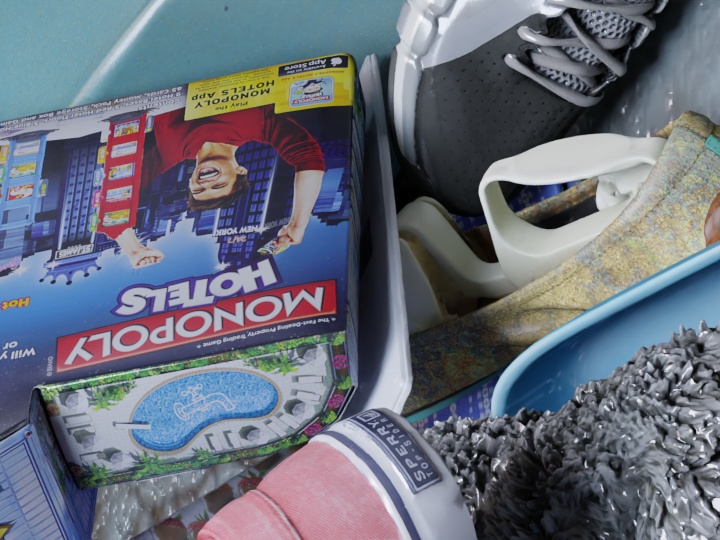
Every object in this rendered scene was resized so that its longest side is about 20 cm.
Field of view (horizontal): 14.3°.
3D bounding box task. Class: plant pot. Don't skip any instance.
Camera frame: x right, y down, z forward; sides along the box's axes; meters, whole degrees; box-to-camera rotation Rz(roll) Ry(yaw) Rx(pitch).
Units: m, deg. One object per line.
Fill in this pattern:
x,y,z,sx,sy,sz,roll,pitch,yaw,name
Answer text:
-0.052,-0.092,1.059,0.200,0.141,0.141,-51,37,30,plant pot

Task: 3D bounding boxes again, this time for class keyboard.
0.000,0.000,0.938,0.200,0.011,0.056,-95,30,-56,keyboard

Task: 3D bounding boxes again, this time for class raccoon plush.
0.074,0.029,0.787,0.134,0.097,0.200,28,102,29,raccoon plush

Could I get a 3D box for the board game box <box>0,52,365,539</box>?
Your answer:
-0.093,0.027,0.917,0.200,0.200,0.062,-88,-16,-51,board game box

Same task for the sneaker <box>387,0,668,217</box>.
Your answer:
0.083,-0.094,0.917,0.115,0.075,0.200,38,113,47,sneaker

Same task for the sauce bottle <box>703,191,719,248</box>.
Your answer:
0.170,-0.060,0.794,0.200,0.066,0.066,-54,45,42,sauce bottle

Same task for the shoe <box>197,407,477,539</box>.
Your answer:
-0.015,0.129,0.759,0.071,0.091,0.200,44,152,41,shoe

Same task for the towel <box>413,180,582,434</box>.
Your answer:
0.023,0.048,1.050,0.200,0.024,0.145,-27,66,53,towel

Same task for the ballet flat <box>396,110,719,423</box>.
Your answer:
0.047,-0.002,0.938,0.200,0.071,0.071,-22,68,37,ballet flat

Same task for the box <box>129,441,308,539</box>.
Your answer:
-0.069,0.109,0.928,0.039,0.200,0.041,47,128,11,box

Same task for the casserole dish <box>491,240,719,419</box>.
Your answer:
0.128,0.038,0.816,0.200,0.039,0.121,-29,105,41,casserole dish
